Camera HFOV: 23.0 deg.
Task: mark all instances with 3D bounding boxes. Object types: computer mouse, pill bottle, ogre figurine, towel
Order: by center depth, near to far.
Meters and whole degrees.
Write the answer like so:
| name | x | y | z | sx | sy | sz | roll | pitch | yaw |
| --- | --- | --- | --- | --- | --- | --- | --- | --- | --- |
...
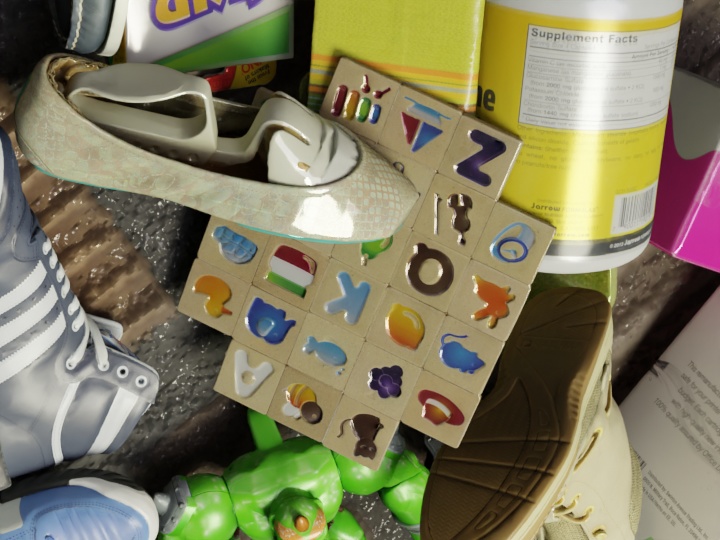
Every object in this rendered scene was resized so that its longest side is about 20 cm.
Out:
| name | x | y | z | sx | sy | sz | roll | pitch | yaw |
| --- | --- | --- | --- | --- | --- | --- | --- | --- | --- |
| towel | 0.020 | -0.128 | 0.867 | 0.086 | 0.018 | 0.201 | 9 | 111 | 12 |
| pill bottle | 0.104 | -0.108 | 0.900 | 0.112 | 0.112 | 0.201 | -8 | 114 | -29 |
| ogre figurine | -0.042 | 0.144 | 0.993 | 0.199 | 0.098 | 0.120 | -5 | 132 | 5 |
| computer mouse | 0.046 | 0.077 | 1.013 | 0.059 | 0.034 | 0.200 | -38 | 153 | -3 |

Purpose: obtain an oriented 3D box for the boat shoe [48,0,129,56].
| name | x | y | z | sx | sy | sz | roll | pitch | yaw |
| --- | --- | --- | --- | --- | --- | --- | --- | --- | --- |
| boat shoe | -0.143 | -0.192 | 0.791 | 0.062 | 0.075 | 0.201 | -15 | 116 | -28 |

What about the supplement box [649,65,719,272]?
| name | x | y | z | sx | sy | sz | roll | pitch | yaw |
| --- | --- | --- | --- | --- | --- | --- | --- | --- | --- |
| supplement box | 0.247 | -0.048 | 1.084 | 0.200 | 0.103 | 0.101 | 17 | 102 | -37 |

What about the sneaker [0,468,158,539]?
| name | x | y | z | sx | sy | sz | roll | pitch | yaw |
| --- | --- | --- | --- | --- | --- | --- | --- | --- | --- |
| sneaker | -0.192 | 0.163 | 0.881 | 0.200 | 0.077 | 0.076 | -23 | 117 | -2 |

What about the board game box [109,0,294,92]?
| name | x | y | z | sx | sy | sz | roll | pitch | yaw |
| --- | --- | --- | --- | --- | --- | --- | --- | --- | --- |
| board game box | -0.079 | -0.180 | 0.869 | 0.095 | 0.030 | 0.201 | -12 | 118 | -28 |

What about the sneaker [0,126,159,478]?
| name | x | y | z | sx | sy | sz | roll | pitch | yaw |
| --- | --- | --- | --- | --- | --- | --- | --- | --- | --- |
| sneaker | -0.156 | 0.014 | 0.874 | 0.108 | 0.070 | 0.201 | -6 | 120 | -25 |

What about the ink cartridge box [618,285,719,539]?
| name | x | y | z | sx | sy | sz | roll | pitch | yaw |
| --- | --- | --- | --- | --- | --- | --- | --- | --- | --- |
| ink cartridge box | 0.228 | 0.124 | 1.097 | 0.084 | 0.146 | 0.200 | 30 | 104 | -37 |

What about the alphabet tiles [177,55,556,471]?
| name | x | y | z | sx | sy | sz | roll | pitch | yaw |
| --- | --- | --- | --- | --- | --- | --- | --- | --- | --- |
| alphabet tiles | 0.000 | 0.000 | 0.904 | 0.166 | 0.006 | 0.200 | 25 | 113 | 6 |

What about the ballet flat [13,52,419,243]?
| name | x | y | z | sx | sy | sz | roll | pitch | yaw |
| --- | --- | --- | --- | --- | --- | --- | --- | --- | --- |
| ballet flat | -0.063 | -0.058 | 0.831 | 0.199 | 0.068 | 0.062 | 9 | 136 | -12 |

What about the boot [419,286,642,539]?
| name | x | y | z | sx | sy | sz | roll | pitch | yaw |
| --- | --- | --- | --- | --- | --- | --- | --- | --- | --- |
| boot | 0.104 | 0.129 | 0.998 | 0.200 | 0.073 | 0.156 | -61 | 145 | -40 |

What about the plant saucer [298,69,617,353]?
| name | x | y | z | sx | sy | sz | roll | pitch | yaw |
| --- | --- | --- | --- | --- | --- | --- | --- | --- | --- |
| plant saucer | 0.050 | -0.045 | 0.994 | 0.200 | 0.048 | 0.200 | -17 | 119 | -25 |

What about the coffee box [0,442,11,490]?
| name | x | y | z | sx | sy | sz | roll | pitch | yaw |
| --- | --- | --- | --- | --- | --- | --- | --- | --- | --- |
| coffee box | -0.262 | 0.078 | 0.774 | 0.200 | 0.044 | 0.123 | -21 | 120 | -24 |
